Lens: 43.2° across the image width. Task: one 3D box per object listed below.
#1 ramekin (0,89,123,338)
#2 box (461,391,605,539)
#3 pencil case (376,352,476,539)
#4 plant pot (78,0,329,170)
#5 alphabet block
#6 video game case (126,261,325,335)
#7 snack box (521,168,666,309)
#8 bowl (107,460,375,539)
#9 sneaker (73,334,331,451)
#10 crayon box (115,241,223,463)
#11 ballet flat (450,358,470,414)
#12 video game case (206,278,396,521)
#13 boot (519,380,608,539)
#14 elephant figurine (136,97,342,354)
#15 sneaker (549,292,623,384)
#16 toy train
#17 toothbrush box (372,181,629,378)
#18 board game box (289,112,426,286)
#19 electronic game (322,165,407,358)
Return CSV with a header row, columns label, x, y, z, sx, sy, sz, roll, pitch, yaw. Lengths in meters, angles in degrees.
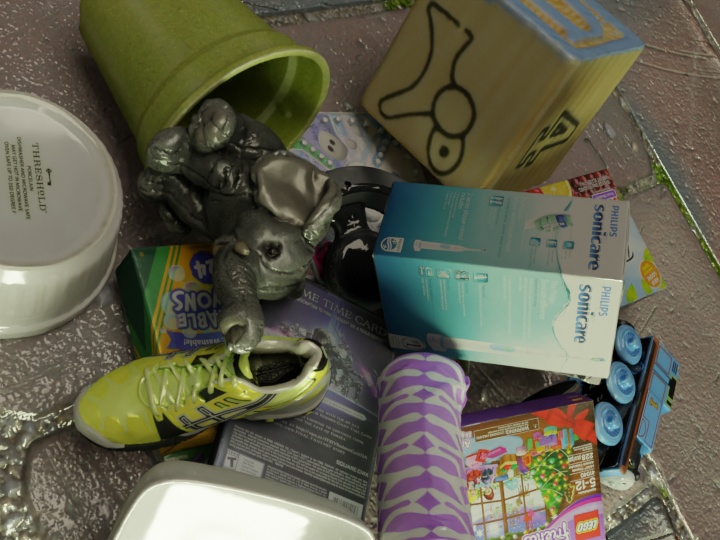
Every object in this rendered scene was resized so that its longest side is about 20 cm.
label,x,y,z,sx,sy,sz,roll,pitch,yaw
ramekin,-0.287,-0.054,0.738,0.201,0.094,0.204,15,60,-26
box,0.126,0.199,0.842,0.198,0.039,0.138,-9,97,-14
pencil case,0.054,0.159,0.724,0.084,0.084,0.201,5,44,-5
plant pot,-0.161,-0.193,0.848,0.199,0.201,0.185,-26,70,-39
alphabet block,0.154,-0.216,0.998,0.196,0.201,0.196,47,38,18
video game case,-0.101,0.052,0.856,0.144,0.018,0.200,50,50,-1
snack box,0.255,-0.020,1.095,0.199,0.068,0.170,-16,77,-36
bowl,-0.106,0.237,0.680,0.198,0.075,0.202,20,100,-22
sneaker,-0.118,0.082,0.691,0.198,0.077,0.076,-12,64,-19
crayon box,-0.123,0.076,0.785,0.125,0.052,0.202,-7,72,-36
ballet flat,0.078,0.115,0.910,0.064,0.075,0.201,35,54,-23
video game case,-0.042,0.106,0.779,0.142,0.019,0.202,28,53,-21
boot,0.200,0.233,0.923,0.174,0.069,0.200,46,74,-6
elephant figurine,-0.082,-0.030,0.743,0.155,0.142,0.200,-38,68,-9
sneaker,0.209,0.039,0.917,0.198,0.079,0.131,20,83,-51
toy train,0.289,0.151,1.022,0.114,0.086,0.201,41,53,-20
toothbrush box,0.121,0.009,0.777,0.198,0.147,0.086,6,54,16
board game box,0.007,-0.089,0.983,0.199,0.026,0.202,-7,70,-40
electronic game,0.000,0.000,0.880,0.198,0.042,0.202,1,89,-27
